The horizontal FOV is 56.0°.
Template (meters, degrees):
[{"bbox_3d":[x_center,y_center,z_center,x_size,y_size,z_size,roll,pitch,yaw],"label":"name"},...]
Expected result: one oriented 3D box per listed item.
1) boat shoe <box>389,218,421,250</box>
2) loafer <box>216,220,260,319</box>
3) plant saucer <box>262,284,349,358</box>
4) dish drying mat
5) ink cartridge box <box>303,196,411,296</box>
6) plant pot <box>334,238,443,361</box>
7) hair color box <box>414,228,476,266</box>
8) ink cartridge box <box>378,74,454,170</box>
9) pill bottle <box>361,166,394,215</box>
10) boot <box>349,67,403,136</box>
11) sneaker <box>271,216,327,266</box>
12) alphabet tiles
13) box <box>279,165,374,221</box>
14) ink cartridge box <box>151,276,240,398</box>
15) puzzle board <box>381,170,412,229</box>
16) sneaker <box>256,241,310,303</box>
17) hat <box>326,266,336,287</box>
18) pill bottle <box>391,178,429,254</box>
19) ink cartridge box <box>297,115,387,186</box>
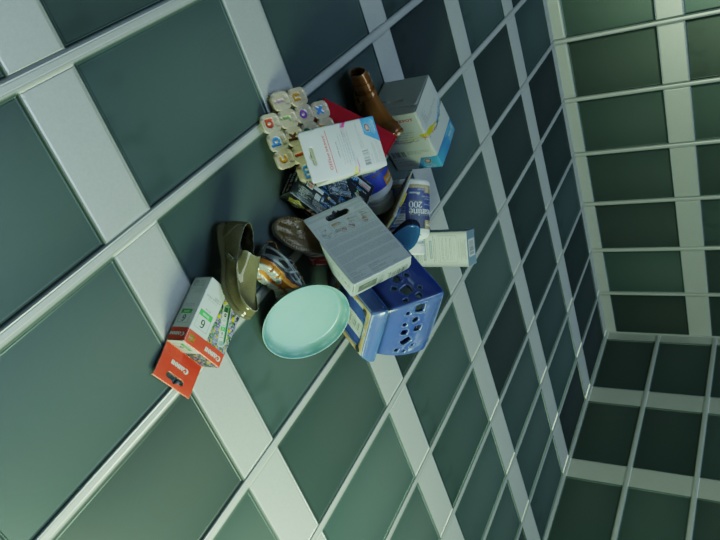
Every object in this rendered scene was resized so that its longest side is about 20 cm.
[{"bbox_3d":[0.093,-0.081,1.772,0.083,0.200,0.069,21,52,-18],"label":"boat shoe"},{"bbox_3d":[-0.227,-0.008,1.295,0.076,0.067,0.202,19,54,-67],"label":"loafer"},{"bbox_3d":[-0.118,0.105,1.455,0.198,0.027,0.202,-16,132,-18],"label":"plant saucer"},{"bbox_3d":[-0.016,-0.333,1.587,0.077,0.198,0.018,-61,175,-28],"label":"dish drying mat"},{"bbox_3d":[-0.009,-0.056,1.479,0.161,0.200,0.057,-26,148,-28],"label":"ink cartridge box"},{"bbox_3d":[0.046,0.076,1.537,0.178,0.200,0.201,-17,141,-31],"label":"plant pot"},{"bbox_3d":[0.223,-0.064,1.917,0.060,0.198,0.100,-19,106,-55],"label":"hair color box"},{"bbox_3d":[0.142,-0.398,1.844,0.200,0.145,0.147,53,48,-43],"label":"ink cartridge box"},{"bbox_3d":[0.014,-0.240,1.679,0.113,0.111,0.201,-60,135,-37],"label":"pill bottle"},{"bbox_3d":[0.030,-0.408,1.659,0.073,0.200,0.156,-28,124,-13],"label":"boot"},{"bbox_3d":[-0.121,-0.061,1.527,0.198,0.112,0.072,19,75,-24],"label":"sneaker"},{"bbox_3d":[-0.129,-0.299,1.490,0.195,0.015,0.202,-27,99,-40],"label":"alphabet tiles"},{"bbox_3d":[-0.072,-0.180,1.550,0.199,0.046,0.160,35,60,-28],"label":"box"},{"bbox_3d":[-0.296,0.125,1.255,0.109,0.050,0.202,50,49,-45],"label":"ink cartridge box"},{"bbox_3d":[0.080,-0.144,1.742,0.017,0.200,0.152,26,59,-5],"label":"puzzle board"},{"bbox_3d":[-0.157,0.016,1.453,0.200,0.077,0.078,54,36,-45],"label":"sneaker"},{"bbox_3d":[0.000,0.000,1.683,0.200,0.080,0.203,-1,92,-58],"label":"hat"},{"bbox_3d":[0.136,-0.145,1.864,0.111,0.110,0.203,1,89,-56],"label":"pill bottle"},{"bbox_3d":[-0.051,-0.257,1.482,0.198,0.068,0.116,-19,93,-31],"label":"ink cartridge box"}]
